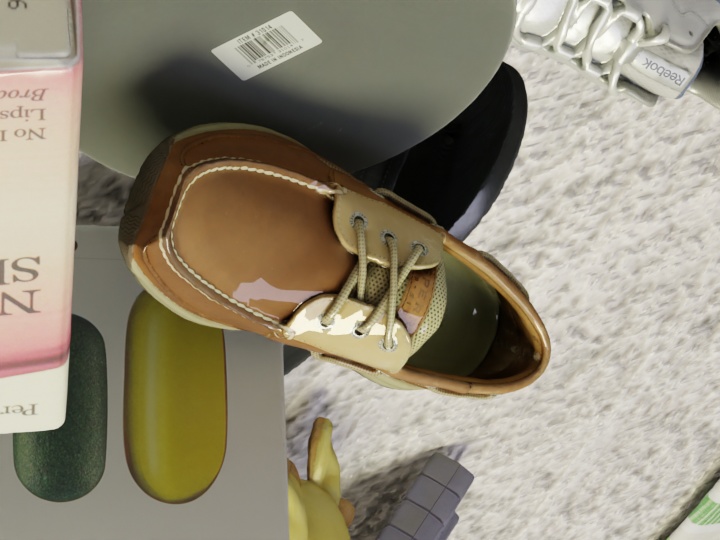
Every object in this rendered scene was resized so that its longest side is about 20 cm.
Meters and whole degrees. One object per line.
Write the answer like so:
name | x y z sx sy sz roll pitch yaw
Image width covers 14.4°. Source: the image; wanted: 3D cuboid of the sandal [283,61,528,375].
sandal | -0.012 -0.015 1.177 0.200 0.075 0.048 -42 133 18

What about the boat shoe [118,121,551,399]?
boat shoe | 0.000 0.000 1.034 0.200 0.074 0.076 20 88 -49

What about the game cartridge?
game cartridge | -0.009 0.198 1.487 0.130 0.038 0.200 -59 177 -46

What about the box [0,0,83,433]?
box | -0.156 -0.042 0.916 0.127 0.109 0.200 -2 145 -9

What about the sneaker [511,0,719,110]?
sneaker | 0.092 -0.109 1.108 0.199 0.087 0.075 3 139 -45

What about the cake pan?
cake pan | -0.033 -0.092 1.006 0.199 0.037 0.201 -8 147 -5

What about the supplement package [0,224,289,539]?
supplement package | -0.107 0.105 1.090 0.151 0.201 0.151 2 144 -6

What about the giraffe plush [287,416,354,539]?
giraffe plush | -0.060 0.137 1.304 0.173 0.200 0.162 -53 177 21

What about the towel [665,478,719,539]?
towel | 0.261 0.120 1.705 0.152 0.023 0.200 -5 143 -39
